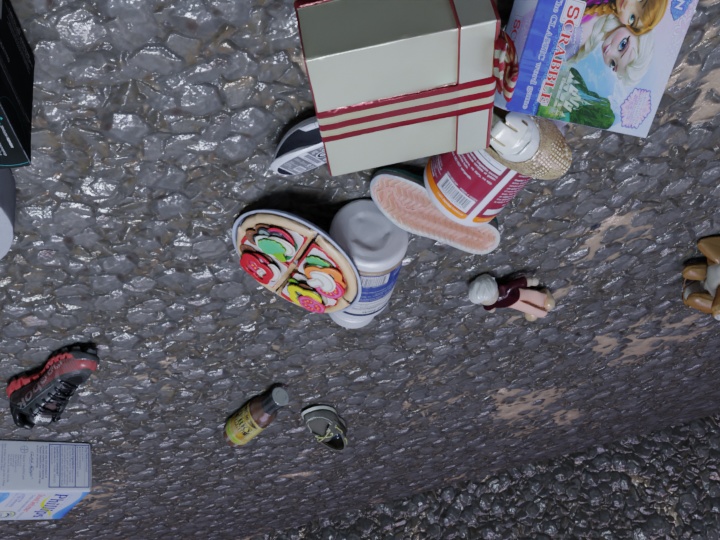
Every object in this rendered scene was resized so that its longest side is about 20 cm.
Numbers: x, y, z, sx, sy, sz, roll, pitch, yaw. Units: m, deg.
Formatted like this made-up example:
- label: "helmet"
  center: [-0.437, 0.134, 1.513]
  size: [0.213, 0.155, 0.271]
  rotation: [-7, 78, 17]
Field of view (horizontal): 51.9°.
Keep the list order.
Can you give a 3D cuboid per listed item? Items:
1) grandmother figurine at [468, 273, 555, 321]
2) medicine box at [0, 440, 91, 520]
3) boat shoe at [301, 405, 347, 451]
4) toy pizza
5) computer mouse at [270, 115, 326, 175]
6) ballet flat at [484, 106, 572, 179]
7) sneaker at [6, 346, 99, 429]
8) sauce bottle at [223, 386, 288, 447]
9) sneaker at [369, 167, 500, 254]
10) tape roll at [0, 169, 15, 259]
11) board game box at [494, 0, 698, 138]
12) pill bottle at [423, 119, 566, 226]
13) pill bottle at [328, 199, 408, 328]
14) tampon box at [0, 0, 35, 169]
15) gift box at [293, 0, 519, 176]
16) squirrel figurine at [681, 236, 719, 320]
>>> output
- label: "grandmother figurine"
  center: [0.266, 0.047, 1.315]
  size: [0.197, 0.061, 0.122]
  rotation: [11, 133, -40]
- label: "medicine box"
  center: [-0.678, 0.432, 1.511]
  size: [0.197, 0.105, 0.182]
  rotation: [13, 141, -37]
- label: "boat shoe"
  center: [-0.077, 0.362, 1.692]
  size: [0.071, 0.061, 0.202]
  rotation: [-20, 150, 10]
- label: "toy pizza"
  center: [-0.091, -0.002, 0.999]
  size: [0.197, 0.032, 0.202]
  rotation: [20, 146, 14]
- label: "computer mouse"
  center: [-0.020, -0.166, 0.840]
  size: [0.197, 0.045, 0.109]
  rotation: [-21, 172, 15]
- label: "ballet flat"
  center: [0.134, -0.161, 0.780]
  size: [0.071, 0.199, 0.065]
  rotation: [-57, 168, 26]
- label: "sneaker"
  center: [-0.497, 0.196, 1.199]
  size: [0.198, 0.099, 0.071]
  rotation: [-28, 146, 21]
- label: "sauce bottle"
  center: [-0.215, 0.300, 1.529]
  size: [0.064, 0.066, 0.200]
  rotation: [11, 140, -36]
- label: "sneaker"
  center: [0.099, -0.092, 1.004]
  size: [0.197, 0.081, 0.072]
  rotation: [25, 126, -18]
- label: "tape roll"
  center: [-0.479, -0.069, 0.795]
  size: [0.196, 0.067, 0.202]
  rotation: [-11, 149, -7]
- label: "board game box"
  center: [0.239, -0.246, 0.730]
  size: [0.196, 0.041, 0.204]
  rotation: [2, 114, -27]
- label: "pill bottle"
  center: [0.169, -0.153, 0.881]
  size: [0.111, 0.115, 0.200]
  rotation: [5, 145, -30]
- label: "pill bottle"
  center: [0.000, 0.000, 1.067]
  size: [0.108, 0.113, 0.201]
  rotation: [-6, 149, -13]
- label: "tampon box"
  center: [-0.390, -0.170, 0.601]
  size: [0.195, 0.128, 0.151]
  rotation: [-8, 149, -9]
- label: "gift box"
  center: [0.039, -0.211, 0.658]
  size: [0.182, 0.188, 0.201]
  rotation: [-11, 157, -1]
- label: "squirrel figurine"
  center: [0.705, 0.026, 1.392]
  size: [0.196, 0.144, 0.187]
  rotation: [-12, 157, 2]
